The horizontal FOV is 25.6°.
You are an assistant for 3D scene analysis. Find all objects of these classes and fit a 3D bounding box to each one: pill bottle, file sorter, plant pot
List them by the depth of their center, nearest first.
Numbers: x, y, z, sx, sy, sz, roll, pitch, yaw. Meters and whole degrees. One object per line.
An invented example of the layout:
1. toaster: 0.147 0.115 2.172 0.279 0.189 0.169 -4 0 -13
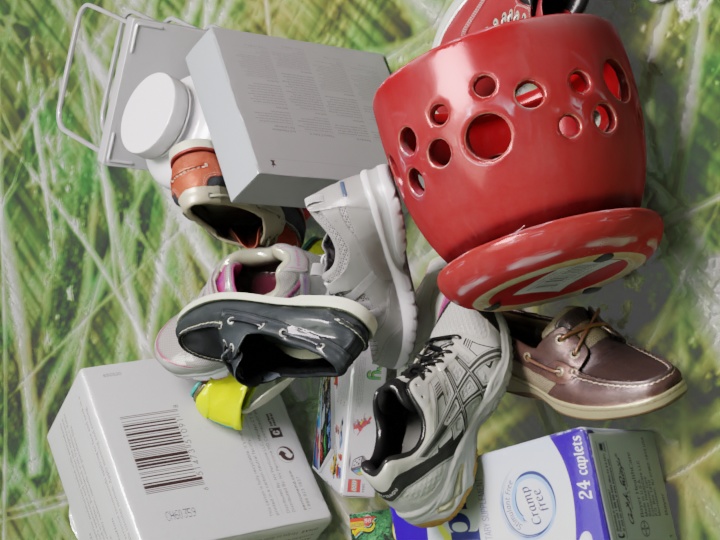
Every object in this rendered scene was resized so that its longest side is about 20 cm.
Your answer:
1. plant pot: 0.124 -0.074 1.207 0.200 0.200 0.183 -27 70 44
2. pill bottle: -0.120 -0.111 1.471 0.112 0.200 0.113 -21 58 39
3. file sorter: -0.178 -0.177 1.556 0.124 0.199 0.139 30 110 49

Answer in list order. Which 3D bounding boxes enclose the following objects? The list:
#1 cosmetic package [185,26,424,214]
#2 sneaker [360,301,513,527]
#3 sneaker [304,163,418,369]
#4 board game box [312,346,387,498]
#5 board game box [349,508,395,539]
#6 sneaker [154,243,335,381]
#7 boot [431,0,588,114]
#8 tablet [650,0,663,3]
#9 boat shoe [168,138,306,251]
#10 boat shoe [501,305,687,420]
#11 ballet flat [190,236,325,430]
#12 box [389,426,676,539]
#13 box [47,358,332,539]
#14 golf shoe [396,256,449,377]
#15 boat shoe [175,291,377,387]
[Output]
1. cosmetic package: -0.044 -0.129 1.396 0.052 0.199 0.151 -43 57 39
2. sneaker: 0.057 0.092 1.217 0.075 0.088 0.201 -18 45 42
3. sneaker: 0.000 0.000 1.297 0.075 0.082 0.201 -100 0 -52
4. board game box: -0.007 0.094 1.427 0.126 0.034 0.201 -162 77 -76
5. board game box: 0.066 0.256 1.384 0.200 0.023 0.105 -17 73 47
6. sneaker: -0.111 0.027 1.402 0.200 0.088 0.082 -30 50 21
7. boot: 0.117 -0.187 1.273 0.200 0.072 0.144 -59 18 26
8. tablet: 0.252 -0.320 1.214 0.130 0.014 0.201 -23 72 45
9. boat shoe: -0.105 -0.048 1.405 0.071 0.200 0.063 -24 60 16
10. boat shoe: 0.166 0.063 1.234 0.200 0.072 0.072 13 123 54
11. ballet flat: -0.075 0.063 1.469 0.067 0.067 0.200 36 82 13
12. box: 0.139 0.233 1.223 0.200 0.105 0.185 -23 70 37
13. box: -0.165 0.196 1.500 0.131 0.199 0.200 -55 51 46
14. golf shoe: 0.064 0.078 1.372 0.201 0.075 0.092 -68 28 19
15. boat shoe: -0.081 0.065 1.307 0.199 0.075 0.066 0 52 30
